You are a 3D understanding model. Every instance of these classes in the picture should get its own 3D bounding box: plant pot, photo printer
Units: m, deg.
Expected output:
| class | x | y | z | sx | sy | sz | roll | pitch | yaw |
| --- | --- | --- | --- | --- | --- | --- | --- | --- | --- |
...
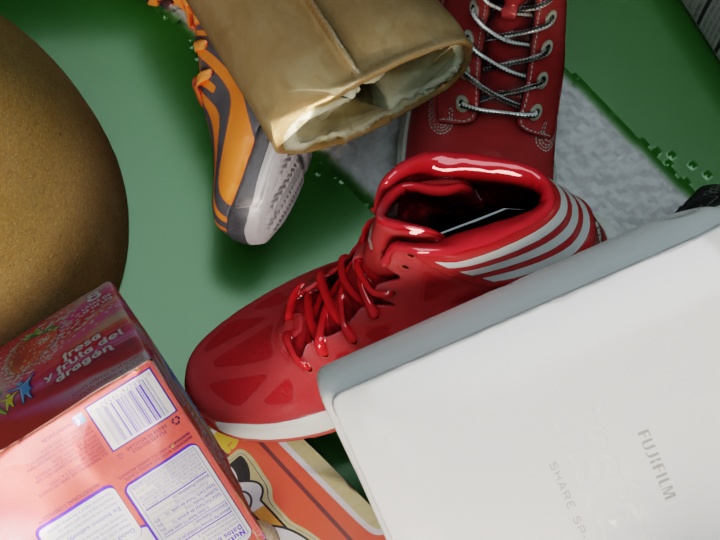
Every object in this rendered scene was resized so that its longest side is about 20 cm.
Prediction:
| class | x | y | z | sx | sy | sz | roll | pitch | yaw |
| --- | --- | --- | --- | --- | --- | --- | --- | --- | --- |
| plant pot | -0.189 | -0.042 | 1.160 | 0.186 | 0.200 | 0.187 | 1 | 76 | -4 |
| photo printer | 0.105 | 0.075 | 1.112 | 0.200 | 0.069 | 0.167 | -23 | 97 | 2 |

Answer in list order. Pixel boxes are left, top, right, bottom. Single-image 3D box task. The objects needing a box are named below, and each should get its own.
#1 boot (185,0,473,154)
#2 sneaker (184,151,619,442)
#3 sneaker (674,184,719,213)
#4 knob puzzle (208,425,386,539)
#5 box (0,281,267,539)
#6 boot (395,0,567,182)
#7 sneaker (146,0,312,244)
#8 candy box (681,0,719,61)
| class | x | y | z | sx | sy | sz | roll | pitch | yaw |
| --- | --- | --- | --- | --- | --- | --- | --- | --- | --- |
| boot | -0.076 | -0.132 | 1.189 | 0.175 | 0.066 | 0.200 | -28 | 70 | -15 |
| sneaker | 0.000 | 0.000 | 1.167 | 0.200 | 0.116 | 0.078 | -24 | 57 | 13 |
| sneaker | 0.213 | 0.015 | 1.236 | 0.199 | 0.114 | 0.076 | 23 | 96 | -25 |
| knob puzzle | -0.051 | 0.169 | 1.182 | 0.219 | 0.030 | 0.220 | -1 | 68 | 3 |
| box | -0.152 | 0.108 | 1.145 | 0.200 | 0.095 | 0.103 | -33 | 115 | -2 |
| boot | 0.060 | -0.091 | 1.217 | 0.072 | 0.144 | 0.200 | 6 | 77 | -4 |
| sneaker | -0.069 | -0.108 | 1.256 | 0.112 | 0.078 | 0.200 | 9 | 64 | 3 |
| candy box | 0.216 | -0.127 | 1.281 | 0.115 | 0.055 | 0.200 | -29 | 79 | -10 |
